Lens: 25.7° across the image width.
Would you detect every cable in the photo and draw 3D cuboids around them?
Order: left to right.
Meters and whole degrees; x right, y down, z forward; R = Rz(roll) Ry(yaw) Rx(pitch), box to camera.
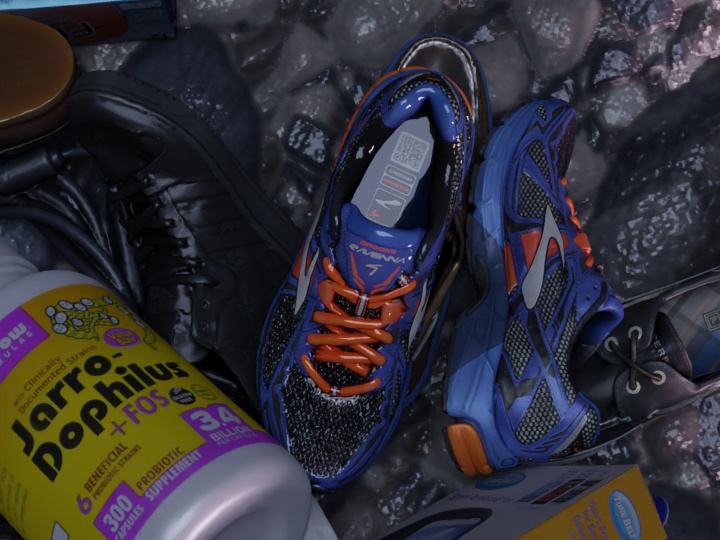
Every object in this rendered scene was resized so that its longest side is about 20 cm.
[{"bbox_3d":[-0.182,0.040,0.792,0.161,0.051,0.203,-10,82,-3],"label":"cable"}]

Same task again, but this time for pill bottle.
[{"bbox_3d":[-0.121,0.070,0.695,0.199,0.104,0.104,37,81,29],"label":"pill bottle"}]

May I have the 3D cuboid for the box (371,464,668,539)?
[{"bbox_3d":[0.039,0.134,0.688,0.199,0.119,0.042,-28,96,-26],"label":"box"}]

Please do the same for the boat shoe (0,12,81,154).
[{"bbox_3d":[-0.230,-0.080,0.792,0.197,0.071,0.071,-3,61,10],"label":"boat shoe"}]

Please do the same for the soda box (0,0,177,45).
[{"bbox_3d":[-0.195,-0.154,0.817,0.197,0.064,0.069,-5,80,-1],"label":"soda box"}]

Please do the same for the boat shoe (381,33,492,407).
[{"bbox_3d":[0.030,-0.028,0.796,0.071,0.072,0.203,9,81,0],"label":"boat shoe"}]

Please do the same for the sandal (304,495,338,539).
[{"bbox_3d":[0.013,0.193,0.765,0.049,0.082,0.205,-21,82,-31],"label":"sandal"}]

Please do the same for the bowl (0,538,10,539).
[{"bbox_3d":[-0.162,0.206,0.729,0.198,0.090,0.204,4,101,19],"label":"bowl"}]

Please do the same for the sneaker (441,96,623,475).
[{"bbox_3d":[0.092,0.007,0.773,0.077,0.075,0.203,3,66,14],"label":"sneaker"}]

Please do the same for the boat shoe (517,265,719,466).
[{"bbox_3d":[0.150,0.039,0.795,0.198,0.057,0.069,-25,82,-5],"label":"boat shoe"}]

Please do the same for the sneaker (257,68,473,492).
[{"bbox_3d":[0.000,0.000,0.709,0.074,0.078,0.203,14,86,0],"label":"sneaker"}]

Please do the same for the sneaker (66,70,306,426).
[{"bbox_3d":[-0.080,0.004,0.761,0.200,0.060,0.105,44,54,-27],"label":"sneaker"}]
